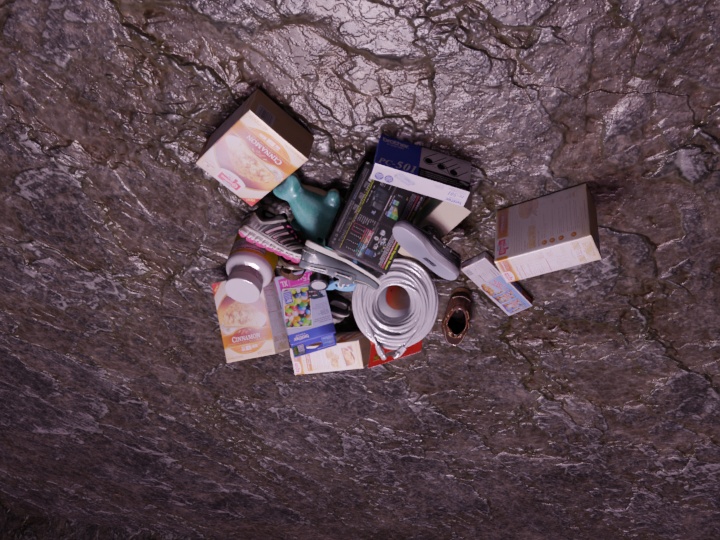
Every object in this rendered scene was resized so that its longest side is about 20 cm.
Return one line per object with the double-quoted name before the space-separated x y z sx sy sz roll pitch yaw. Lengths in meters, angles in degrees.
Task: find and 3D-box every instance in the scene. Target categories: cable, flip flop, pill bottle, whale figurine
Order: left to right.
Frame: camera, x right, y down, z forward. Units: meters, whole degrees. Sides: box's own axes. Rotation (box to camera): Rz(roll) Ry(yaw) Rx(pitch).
"pill bottle" -0.245 -0.029 1.556 0.109 0.203 0.113 7 139 6
"flip flop" -0.160 -0.005 1.593 0.079 0.059 0.200 8 178 -14
"whale figurine" -0.105 -0.123 1.493 0.158 0.105 0.199 -29 124 37
"cable" 0.079 0.074 1.534 0.199 0.069 0.201 -36 91 4

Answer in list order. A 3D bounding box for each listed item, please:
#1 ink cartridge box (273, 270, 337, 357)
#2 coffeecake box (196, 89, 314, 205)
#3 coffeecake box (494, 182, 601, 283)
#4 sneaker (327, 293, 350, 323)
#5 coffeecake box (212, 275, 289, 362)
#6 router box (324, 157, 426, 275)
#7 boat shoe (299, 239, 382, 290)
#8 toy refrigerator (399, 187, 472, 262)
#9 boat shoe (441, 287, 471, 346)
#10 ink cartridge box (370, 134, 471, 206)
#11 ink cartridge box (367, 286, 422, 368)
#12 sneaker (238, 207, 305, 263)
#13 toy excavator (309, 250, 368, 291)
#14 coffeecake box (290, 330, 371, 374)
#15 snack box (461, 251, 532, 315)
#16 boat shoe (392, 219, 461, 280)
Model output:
"ink cartridge box" -0.133 0.101 1.664 0.117 0.204 0.042 -14 180 -13
"coffeecake box" -0.218 -0.247 1.398 0.153 0.074 0.199 36 133 -26
"coffeecake box" 0.380 -0.075 1.393 0.197 0.155 0.073 -16 132 29
"sneaker" -0.134 0.095 1.758 0.198 0.077 0.115 26 135 -19
"coffeecake box" -0.277 0.115 1.713 0.151 0.204 0.073 -13 178 26
"router box" 0.031 -0.114 1.432 0.148 0.062 0.203 25 102 -13
"boat shoe" -0.043 0.003 1.446 0.198 0.063 0.073 28 -179 -27
"toy refrigerator" 0.152 -0.112 1.467 0.069 0.077 0.200 28 136 -18
"boat shoe" 0.240 0.133 1.716 0.069 0.071 0.202 4 139 7
"ink cartridge box" 0.123 -0.201 1.363 0.196 0.095 0.045 16 138 -4
"ink cartridge box" 0.078 0.122 1.642 0.160 0.203 0.050 -22 129 32
"sneaker" -0.164 -0.078 1.478 0.197 0.089 0.074 24 173 9
"toy excavator" 0.000 0.000 1.627 0.192 0.102 0.199 -25 141 33
"coffeecake box" -0.061 0.212 1.787 0.196 0.153 0.075 -9 94 22
"snack box" 0.327 0.035 1.622 0.071 0.025 0.199 -28 124 35
"boat shoe" 0.146 -0.057 1.423 0.199 0.067 0.069 36 155 -28
